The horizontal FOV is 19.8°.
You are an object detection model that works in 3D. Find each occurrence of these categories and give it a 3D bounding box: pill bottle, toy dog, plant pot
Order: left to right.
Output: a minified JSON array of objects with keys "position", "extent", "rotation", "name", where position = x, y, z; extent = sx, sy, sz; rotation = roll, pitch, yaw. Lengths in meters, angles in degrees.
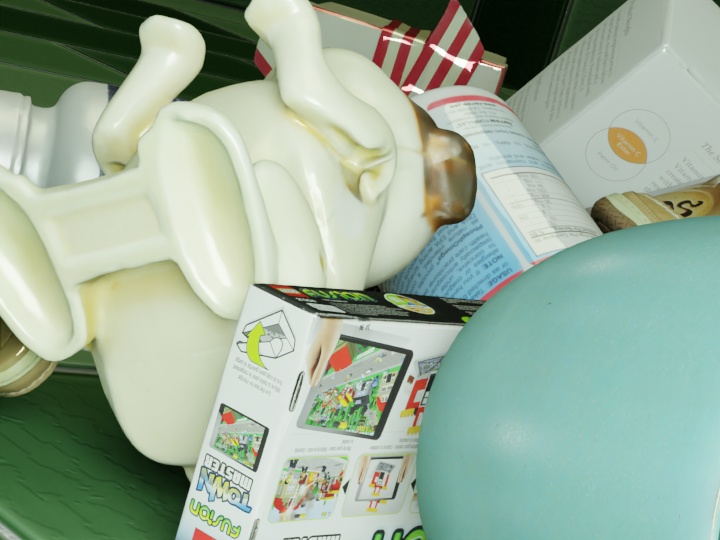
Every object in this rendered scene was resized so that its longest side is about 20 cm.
[{"position":[-0.115,-0.040,1.118],"extent":[0.198,0.112,0.111],"rotation":[11,11,-13],"name":"pill bottle"},{"position":[-0.030,-0.020,0.832],"extent":[0.139,0.195,0.200],"rotation":[-23,12,35],"name":"toy dog"},{"position":[0.072,0.011,1.007],"extent":[0.108,0.109,0.201],"rotation":[9,37,-39],"name":"pill bottle"},{"position":[0.116,0.074,0.708],"extent":[0.200,0.202,0.160],"rotation":[8,0,-44],"name":"plant pot"}]

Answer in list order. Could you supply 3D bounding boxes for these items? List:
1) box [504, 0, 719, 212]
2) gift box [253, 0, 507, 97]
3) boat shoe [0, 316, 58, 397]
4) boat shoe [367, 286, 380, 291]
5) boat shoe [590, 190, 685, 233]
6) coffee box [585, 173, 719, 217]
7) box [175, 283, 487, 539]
[{"position":[0.158,-0.048,1.213],"extent":[0.152,0.200,0.107],"rotation":[42,32,-16],"name":"box"},{"position":[0.012,-0.122,1.580],"extent":[0.183,0.202,0.187],"rotation":[13,11,3],"name":"gift box"},{"position":[-0.169,0.013,0.898],"extent":[0.063,0.073,0.200],"rotation":[47,-14,-33],"name":"boat shoe"},{"position":[0.000,0.000,1.235],"extent":[0.199,0.072,0.068],"rotation":[11,9,-20],"name":"boat shoe"},{"position":[0.188,0.029,0.990],"extent":[0.076,0.072,0.200],"rotation":[-27,57,-13],"name":"boat shoe"},{"position":[0.165,0.009,1.109],"extent":[0.199,0.080,0.113],"rotation":[-14,18,20],"name":"coffee box"},{"position":[0.019,0.066,0.791],"extent":[0.035,0.111,0.199],"rotation":[25,11,37],"name":"box"}]
